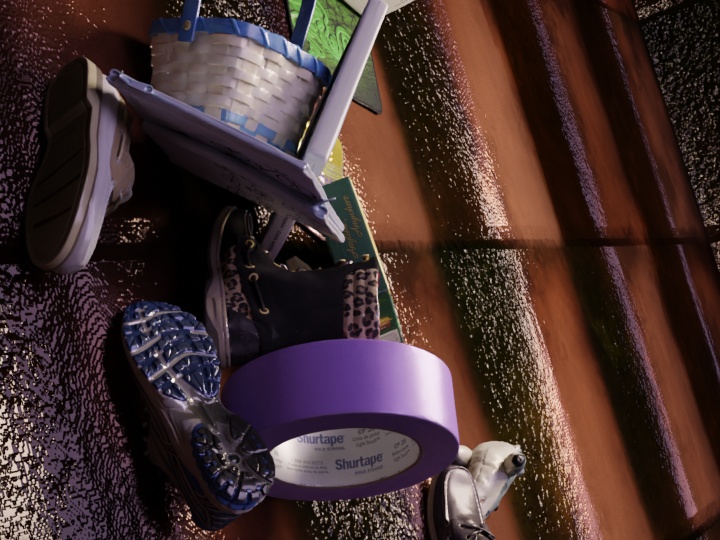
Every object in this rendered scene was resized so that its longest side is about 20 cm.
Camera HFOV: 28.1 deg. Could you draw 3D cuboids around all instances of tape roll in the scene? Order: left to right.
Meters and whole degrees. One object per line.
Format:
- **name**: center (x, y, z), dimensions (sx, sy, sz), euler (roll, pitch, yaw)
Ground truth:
- **tape roll**: center (-0.018, 0.129, 1.208), dimensions (0.200, 0.198, 0.066), euler (34, 43, -51)

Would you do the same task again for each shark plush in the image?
- **shark plush**: center (0.146, 0.240, 1.659), dimensions (0.200, 0.089, 0.085), euler (-6, 100, -81)

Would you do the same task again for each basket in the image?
- **basket**: center (-0.109, -0.204, 1.306), dimensions (0.176, 0.138, 0.203), euler (27, 77, -55)

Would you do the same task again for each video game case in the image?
- **video game case**: center (-0.037, -0.131, 1.359), dimensions (0.023, 0.182, 0.202), euler (24, 56, -6)

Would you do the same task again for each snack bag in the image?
- **snack bag**: center (-0.104, -0.088, 1.180), dimensions (0.022, 0.187, 0.200), euler (-62, 169, -8)

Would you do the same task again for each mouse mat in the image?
- **mouse mat**: center (-0.034, -0.280, 1.687), dimensions (0.199, 0.007, 0.163), euler (20, 55, -58)

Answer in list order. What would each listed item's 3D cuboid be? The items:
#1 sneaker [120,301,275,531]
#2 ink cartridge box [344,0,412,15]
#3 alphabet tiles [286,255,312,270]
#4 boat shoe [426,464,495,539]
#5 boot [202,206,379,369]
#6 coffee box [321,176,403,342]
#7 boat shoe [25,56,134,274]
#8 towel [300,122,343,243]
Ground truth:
- **sneaker**: center (-0.145, 0.115, 1.124), dimensions (0.076, 0.085, 0.201), euler (-5, 54, -39)
- **ink cartridge box**: center (0.006, -0.421, 1.698), dimensions (0.199, 0.143, 0.149), euler (28, 45, -55)
- **alphabet tiles**: center (-0.009, 0.078, 1.384), dimensions (0.201, 0.015, 0.196), euler (59, 5, 20)
- **boat shoe**: center (0.116, 0.296, 1.498), dimensions (0.071, 0.065, 0.203), euler (12, 60, -29)
- **boot**: center (-0.058, 0.011, 1.237), dimensions (0.201, 0.148, 0.074), euler (-92, 180, -59)
- **coffee box**: center (0.000, 0.000, 1.414), dimensions (0.200, 0.043, 0.124), euler (70, 1, -71)
- **boat shoe**: center (-0.208, -0.075, 1.115), dimensions (0.068, 0.074, 0.202), euler (38, 39, -39)
- **towel**: center (-0.073, -0.127, 1.483), dimensions (0.200, 0.023, 0.145), euler (42, 39, -46)
